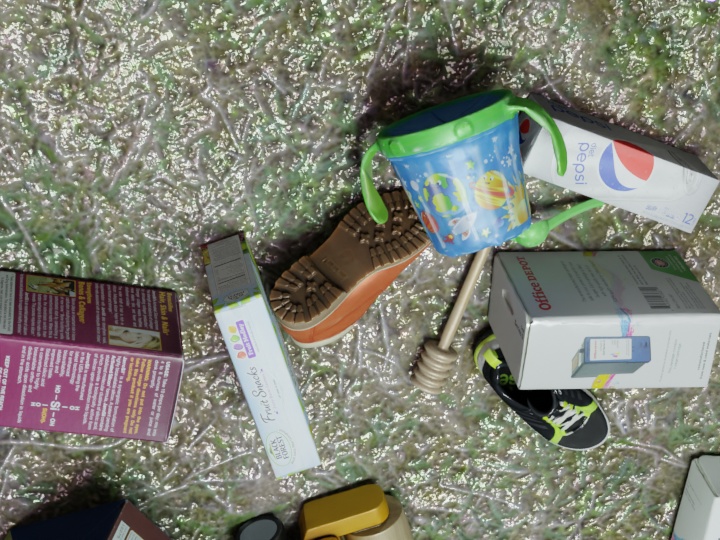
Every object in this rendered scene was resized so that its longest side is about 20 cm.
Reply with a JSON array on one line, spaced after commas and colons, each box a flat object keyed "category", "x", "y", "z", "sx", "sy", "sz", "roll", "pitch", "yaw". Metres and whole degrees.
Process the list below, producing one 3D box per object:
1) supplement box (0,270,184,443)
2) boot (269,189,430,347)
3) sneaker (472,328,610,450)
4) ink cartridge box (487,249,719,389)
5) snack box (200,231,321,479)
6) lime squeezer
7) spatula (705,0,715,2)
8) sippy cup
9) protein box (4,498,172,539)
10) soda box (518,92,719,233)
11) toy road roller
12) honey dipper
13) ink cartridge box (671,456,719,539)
[{"category": "supplement box", "x": -0.277, "y": 0.081, "z": 1.605, "sx": 0.199, "sy": 0.131, "sz": 0.103, "roll": 8, "pitch": 116, "yaw": -13}, {"category": "boot", "x": 0.000, "y": 0.000, "z": 1.652, "sx": 0.200, "sy": 0.075, "sz": 0.107, "roll": -36, "pitch": 156, "yaw": -10}, {"category": "sneaker", "x": 0.189, "y": 0.140, "z": 1.744, "sx": 0.200, "sy": 0.083, "sz": 0.072, "roll": 38, "pitch": 105, "yaw": -24}, {"category": "ink cartridge box", "x": 0.240, "y": 0.047, "z": 1.670, "sx": 0.199, "sy": 0.145, "sz": 0.088, "roll": 1, "pitch": 118, "yaw": -12}, {"category": "snack box", "x": -0.098, "y": 0.082, "z": 1.629, "sx": 0.053, "sy": 0.142, "sz": 0.200, "roll": -18, "pitch": 119, "yaw": -1}, {"category": "lime squeezer", "x": 0.150, "y": -0.063, "z": 1.647, "sx": 0.199, "sy": 0.038, "sz": 0.071, "roll": 13, "pitch": 88, "yaw": -15}, {"category": "spatula", "x": 0.386, "y": -0.271, "z": 1.606, "sx": 0.199, "sy": 0.021, "sz": 0.057, "roll": 16, "pitch": 118, "yaw": -19}, {"category": "sippy cup", "x": 0.098, "y": -0.088, "z": 1.565, "sx": 0.139, "sy": 0.178, "sz": 0.131, "roll": -27, "pitch": 104, "yaw": -30}, {"category": "protein box", "x": -0.260, "y": 0.360, "z": 1.698, "sx": 0.198, "sy": 0.135, "sz": 0.200, "roll": -19, "pitch": 125, "yaw": 39}, {"category": "soda box", "x": 0.248, "y": -0.105, "z": 1.640, "sx": 0.199, "sy": 0.068, "sz": 0.064, "roll": 19, "pitch": 112, "yaw": -18}, {"category": "toy road roller", "x": -0.033, "y": 0.332, "z": 1.764, "sx": 0.199, "sy": 0.146, "sz": 0.123, "roll": -19, "pitch": 119, "yaw": 0}, {"category": "honey dipper", "x": 0.103, "y": 0.034, "z": 1.701, "sx": 0.038, "sy": 0.038, "sz": 0.200, "roll": 16, "pitch": 111, "yaw": -17}, {"category": "ink cartridge box", "x": 0.430, "y": 0.316, "z": 1.866, "sx": 0.145, "sy": 0.088, "sz": 0.201, "roll": 4, "pitch": 114, "yaw": -11}]
